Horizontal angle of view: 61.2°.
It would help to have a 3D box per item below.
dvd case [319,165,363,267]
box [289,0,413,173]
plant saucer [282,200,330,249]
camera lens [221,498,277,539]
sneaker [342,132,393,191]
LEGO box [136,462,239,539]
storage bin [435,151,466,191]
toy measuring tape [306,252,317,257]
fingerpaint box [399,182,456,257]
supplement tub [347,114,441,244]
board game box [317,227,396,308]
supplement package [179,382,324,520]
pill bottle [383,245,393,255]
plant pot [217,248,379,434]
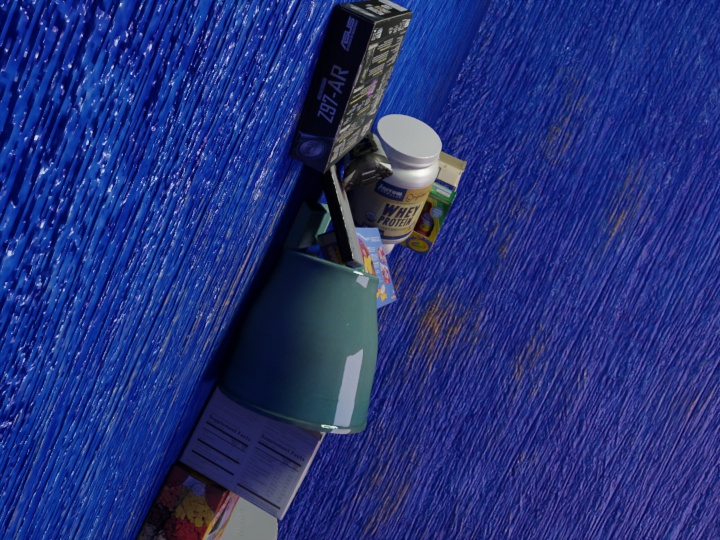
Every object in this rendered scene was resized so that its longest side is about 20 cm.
[{"bbox_3d":[-0.025,-0.078,0.821,0.200,0.017,0.146,18,58,-86],"label":"dvd case"},{"bbox_3d":[-0.004,-0.217,0.692,0.201,0.043,0.162,-58,172,-60],"label":"box"},{"bbox_3d":[-0.072,-0.065,0.904,0.200,0.019,0.071,-42,157,-82],"label":"plant saucer"},{"bbox_3d":[-0.253,0.546,1.166,0.203,0.157,0.160,-66,175,27],"label":"camera lens"},{"bbox_3d":[0.002,-0.164,0.887,0.200,0.072,0.081,-91,164,-77],"label":"sneaker"},{"bbox_3d":[-0.229,0.339,0.833,0.200,0.076,0.151,88,27,-81],"label":"LEGO box"},{"bbox_3d":[0.212,-0.310,1.848,0.199,0.197,0.095,-55,169,-67],"label":"storage bin"},{"bbox_3d":[-0.103,0.063,0.911,0.074,0.072,0.203,-57,171,-60],"label":"toy measuring tape"},{"bbox_3d":[0.117,-0.156,1.532,0.169,0.197,0.074,-66,174,32],"label":"fingerpaint box"},{"bbox_3d":[0.059,-0.165,1.116,0.145,0.142,0.202,-60,174,-46],"label":"supplement tub"},{"bbox_3d":[0.000,0.000,1.012,0.200,0.044,0.138,-10,85,-72],"label":"board game box"},{"bbox_3d":[-0.139,0.240,0.864,0.113,0.153,0.200,-62,175,-7],"label":"supplement package"},{"bbox_3d":[0.031,-0.101,1.319,0.120,0.118,0.202,108,8,-62],"label":"pill bottle"},{"bbox_3d":[-0.063,0.079,0.780,0.200,0.196,0.192,24,82,-86],"label":"plant pot"}]
